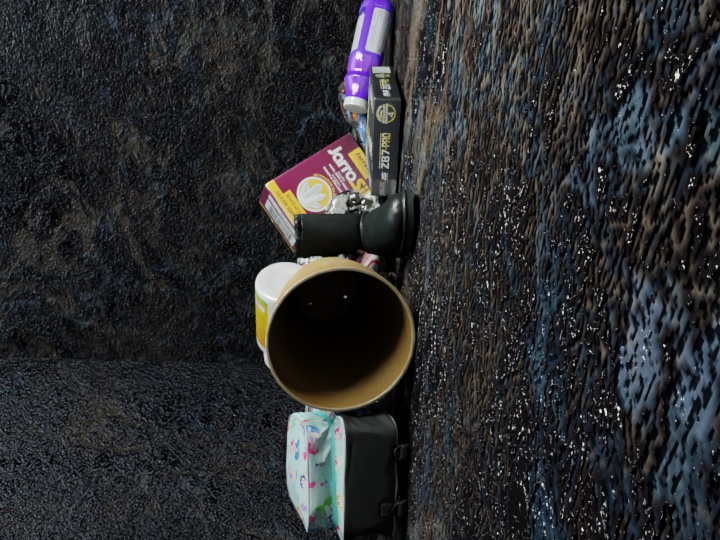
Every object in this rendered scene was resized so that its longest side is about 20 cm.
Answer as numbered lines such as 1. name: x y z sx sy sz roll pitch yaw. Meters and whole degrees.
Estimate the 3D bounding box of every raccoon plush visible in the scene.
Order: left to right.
1. raccoon plush: -0.029 -0.054 1.159 0.200 0.097 0.134 -47 -10 -2

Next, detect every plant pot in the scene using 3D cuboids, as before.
1. plant pot: -0.038 0.057 0.918 0.200 0.183 0.189 -118 30 -70

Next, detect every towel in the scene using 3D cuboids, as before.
1. towel: -0.009 0.061 1.082 0.144 0.023 0.202 -51 23 48
2. towel: 0.038 0.133 1.043 0.201 0.032 0.193 -93 7 -54

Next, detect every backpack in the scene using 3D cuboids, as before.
1. backpack: -0.027 0.260 0.939 0.200 0.148 0.180 -159 69 -79

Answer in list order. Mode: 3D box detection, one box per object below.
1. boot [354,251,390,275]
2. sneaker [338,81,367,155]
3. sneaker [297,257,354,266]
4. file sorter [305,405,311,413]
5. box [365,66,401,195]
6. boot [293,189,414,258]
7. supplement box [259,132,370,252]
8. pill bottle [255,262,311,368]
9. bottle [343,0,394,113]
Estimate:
1. boot: 0.000 0.000 1.267 0.201 0.065 0.177 -93 21 -53
2. sneaker: 0.020 -0.269 1.314 0.075 0.078 0.203 -161 57 -68
3. sneaker: -0.066 -0.011 1.262 0.200 0.080 0.076 154 130 -67
4. file sorter: -0.026 0.160 1.251 0.125 0.137 0.203 -88 2 -66
5. box: 0.037 -0.239 1.147 0.201 0.048 0.163 -94 3 -59
6. boot: -0.013 -0.059 0.936 0.198 0.160 0.075 110 162 -77
7. supplement box: -0.071 -0.142 1.280 0.132 0.199 0.103 53 160 2
8. pill bottle: -0.142 0.095 1.283 0.112 0.109 0.202 -92 6 -50
9. bottle: 0.012 -0.391 1.248 0.084 0.064 0.203 132 150 -82
